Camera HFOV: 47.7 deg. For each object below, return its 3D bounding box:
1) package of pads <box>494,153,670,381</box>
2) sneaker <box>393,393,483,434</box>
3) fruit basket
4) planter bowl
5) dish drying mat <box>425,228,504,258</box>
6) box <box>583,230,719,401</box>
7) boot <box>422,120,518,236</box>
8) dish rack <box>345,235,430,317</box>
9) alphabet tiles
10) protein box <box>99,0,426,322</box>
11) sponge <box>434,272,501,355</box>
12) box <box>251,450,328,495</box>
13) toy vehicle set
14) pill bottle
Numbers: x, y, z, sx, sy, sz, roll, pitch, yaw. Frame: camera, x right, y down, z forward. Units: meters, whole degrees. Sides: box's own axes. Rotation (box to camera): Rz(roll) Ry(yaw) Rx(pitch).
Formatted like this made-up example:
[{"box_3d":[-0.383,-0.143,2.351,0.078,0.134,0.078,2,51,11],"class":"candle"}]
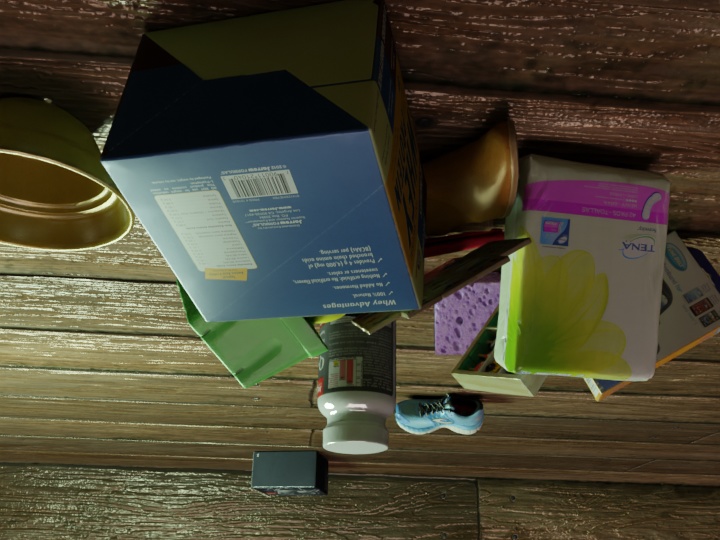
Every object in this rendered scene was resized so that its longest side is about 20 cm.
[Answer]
[{"box_3d":[0.215,0.000,0.786,0.150,0.206,0.068,6,180,-11],"class":"package of pads"},{"box_3d":[0.164,0.284,1.693,0.194,0.080,0.091,1,140,-8],"class":"sneaker"},{"box_3d":[-0.079,0.007,0.856,0.213,0.217,0.157,-19,119,40],"class":"fruit basket"},{"box_3d":[-0.298,-0.095,0.732,0.195,0.086,0.201,1,159,0],"class":"planter bowl"},{"box_3d":[0.079,-0.027,0.863,0.076,0.019,0.197,-2,-174,45],"class":"dish drying mat"},{"box_3d":[0.322,0.045,0.923,0.197,0.121,0.042,-30,158,-1],"class":"box"},{"box_3d":[0.067,-0.079,0.771,0.140,0.073,0.202,2,162,-2],"class":"boot"},{"box_3d":[0.000,0.000,0.993,0.150,0.056,0.200,8,157,-19],"class":"dish rack"},{"box_3d":[0.070,0.013,0.763,0.164,0.006,0.200,-30,-176,-5],"class":"alphabet tiles"},{"box_3d":[-0.058,-0.075,0.640,0.193,0.138,0.202,-4,143,13],"class":"protein box"},{"box_3d":[0.194,0.057,1.072,0.194,0.030,0.114,-1,117,4],"class":"sponge"},{"box_3d":[-0.208,0.608,2.434,0.194,0.107,0.183,-3,157,10],"class":"box"},{"box_3d":[0.193,0.048,0.894,0.027,0.201,0.123,46,157,-17],"class":"toy vehicle set"},{"box_3d":[-0.005,0.149,1.161,0.112,0.205,0.116,1,158,0],"class":"pill bottle"}]
